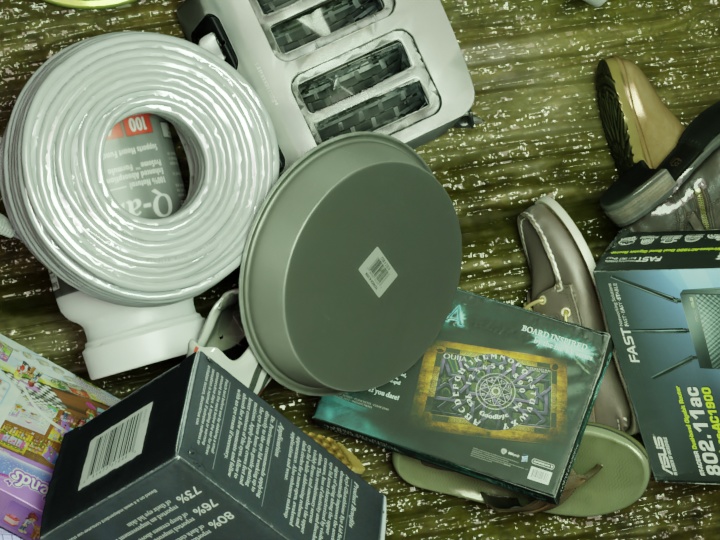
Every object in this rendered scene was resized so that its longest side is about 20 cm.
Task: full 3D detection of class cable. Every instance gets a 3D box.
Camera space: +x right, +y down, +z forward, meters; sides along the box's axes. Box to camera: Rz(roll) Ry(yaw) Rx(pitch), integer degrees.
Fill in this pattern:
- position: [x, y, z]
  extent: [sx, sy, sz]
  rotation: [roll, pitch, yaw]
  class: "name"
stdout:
- position: [-0.155, -0.075, 1.613]
  extent: [0.200, 0.069, 0.200]
  rotation: [36, 73, -13]
  class: "cable"

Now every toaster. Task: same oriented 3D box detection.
- position: [-0.018, -0.161, 1.731]
  extent: [0.199, 0.119, 0.181]
  rotation: [-25, 91, -10]
  class: "toaster"

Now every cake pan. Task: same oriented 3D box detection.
- position: [0.000, 0.000, 1.656]
  extent: [0.200, 0.037, 0.201]
  rotation: [-15, 114, -38]
  class: "cake pan"

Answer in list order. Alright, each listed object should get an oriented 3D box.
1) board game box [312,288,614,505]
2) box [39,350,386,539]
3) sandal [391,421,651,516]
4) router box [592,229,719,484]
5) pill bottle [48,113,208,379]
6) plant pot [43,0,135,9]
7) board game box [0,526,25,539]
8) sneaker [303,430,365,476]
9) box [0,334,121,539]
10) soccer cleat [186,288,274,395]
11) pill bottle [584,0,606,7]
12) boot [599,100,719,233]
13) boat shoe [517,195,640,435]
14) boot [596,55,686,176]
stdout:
- position: [0.079, 0.084, 1.728]
  extent: [0.199, 0.028, 0.136]
  rotation: [17, 74, 17]
  class: "board game box"
- position: [-0.101, 0.176, 1.609]
  extent: [0.200, 0.148, 0.105]
  rotation: [41, 36, -28]
  class: "box"
- position: [0.123, 0.160, 1.743]
  extent: [0.200, 0.057, 0.080]
  rotation: [3, 114, 2]
  class: "sandal"
- position: [0.275, 0.066, 1.702]
  extent: [0.062, 0.149, 0.201]
  rotation: [-47, 126, -46]
  class: "router box"
- position: [-0.181, -0.027, 1.697]
  extent: [0.115, 0.116, 0.201]
  rotation: [-15, 89, -10]
  class: "pill bottle"
- position: [-0.198, -0.309, 1.679]
  extent: [0.199, 0.184, 0.201]
  rotation: [1, 86, -10]
  class: "plant pot"
- position: [-0.224, 0.266, 1.698]
  extent: [0.199, 0.062, 0.201]
  rotation: [-9, 87, -9]
  class: "board game box"
- position: [-0.097, 0.159, 1.703]
  extent: [0.199, 0.075, 0.090]
  rotation: [17, 103, -22]
  class: "sneaker"
- position: [-0.258, 0.121, 1.674]
  extent: [0.199, 0.039, 0.137]
  rotation: [30, 40, -6]
  class: "box"
- position: [-0.072, 0.038, 1.687]
  extent: [0.068, 0.085, 0.200]
  rotation: [17, 39, 23]
  class: "soccer cleat"
- position: [0.126, -0.296, 1.766]
  extent: [0.199, 0.114, 0.114]
  rotation: [30, 82, -6]
  class: "pill bottle"
- position: [0.296, -0.032, 1.758]
  extent: [0.200, 0.069, 0.174]
  rotation: [-34, 106, 5]
  class: "boot"
- position: [0.162, 0.043, 1.772]
  extent: [0.059, 0.072, 0.201]
  rotation: [-22, 96, -13]
  class: "boat shoe"
- position: [0.301, -0.115, 1.810]
  extent: [0.199, 0.066, 0.176]
  rotation: [-20, 102, -9]
  class: "boot"
